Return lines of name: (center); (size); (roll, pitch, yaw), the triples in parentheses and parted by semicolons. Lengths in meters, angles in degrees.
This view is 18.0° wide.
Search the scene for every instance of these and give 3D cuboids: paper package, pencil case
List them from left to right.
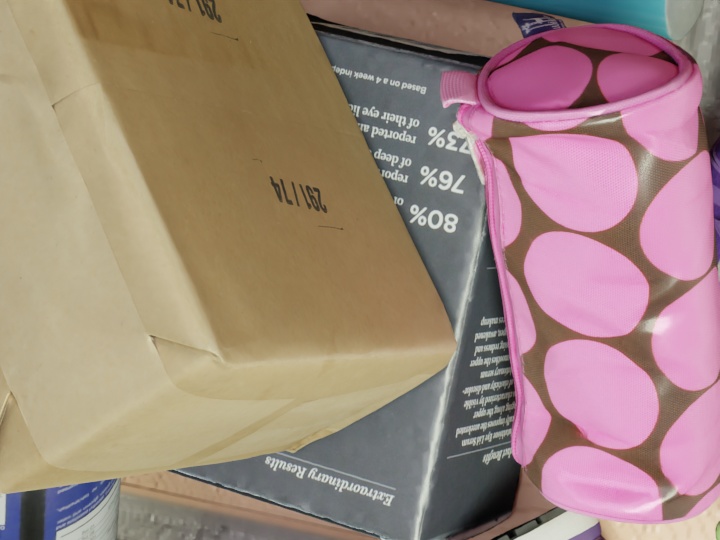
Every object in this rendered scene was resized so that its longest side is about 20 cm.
paper package: (-0.077, -0.027, 0.829); (0.103, 0.200, 0.191); (-30, 78, 24)
pencil case: (0.090, 0.005, 0.869); (0.094, 0.091, 0.200); (-11, 119, 1)

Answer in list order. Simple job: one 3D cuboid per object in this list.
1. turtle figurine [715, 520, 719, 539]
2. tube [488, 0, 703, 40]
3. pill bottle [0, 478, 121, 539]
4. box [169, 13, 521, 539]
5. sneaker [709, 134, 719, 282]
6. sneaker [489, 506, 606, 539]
turtle figurine: (0.207, 0.128, 0.826); (0.194, 0.200, 0.144); (-6, 122, 48)
tube: (0.048, -0.143, 0.961); (0.200, 0.077, 0.050); (16, 143, 25)
pill bottle: (-0.163, 0.108, 1.005); (0.112, 0.112, 0.200); (29, 134, 22)
box: (0.000, 0.000, 0.960); (0.148, 0.104, 0.200); (16, 99, 25)
sneaker: (0.165, -0.044, 0.875); (0.081, 0.083, 0.200); (34, 125, 19)
sneaker: (0.031, 0.169, 0.914); (0.088, 0.200, 0.076); (63, 157, 7)
